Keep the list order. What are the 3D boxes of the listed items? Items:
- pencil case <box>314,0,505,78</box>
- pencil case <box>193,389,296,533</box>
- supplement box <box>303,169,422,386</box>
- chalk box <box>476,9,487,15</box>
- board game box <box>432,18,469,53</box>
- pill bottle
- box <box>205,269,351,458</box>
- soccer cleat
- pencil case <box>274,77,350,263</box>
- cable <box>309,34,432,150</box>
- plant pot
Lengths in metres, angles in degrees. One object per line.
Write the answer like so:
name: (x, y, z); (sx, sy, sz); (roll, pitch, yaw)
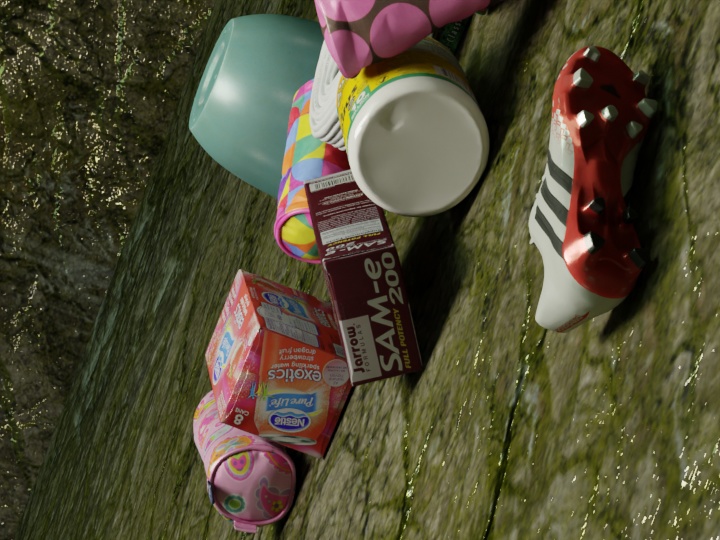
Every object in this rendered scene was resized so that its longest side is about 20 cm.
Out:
pencil case: (0.060, -0.226, 1.537); (0.094, 0.199, 0.091); (7, -119, -81)
pencil case: (-0.108, 0.170, 1.811); (0.200, 0.087, 0.088); (-123, 55, -73)
supplement box: (0.000, 0.000, 1.573); (0.200, 0.060, 0.110); (-104, 1, -68)
chalk box: (0.065, -0.297, 1.659); (0.126, 0.199, 0.124); (-65, -19, 9)
board game box: (0.072, -0.219, 1.805); (0.105, 0.023, 0.201); (-107, 40, -73)
pill bottle: (0.038, -0.129, 1.606); (0.200, 0.112, 0.113); (-102, 35, -66)
box: (-0.073, 0.080, 1.766); (0.200, 0.099, 0.096); (-120, 52, -73)
soccer cleat: (0.135, -0.053, 1.198); (0.085, 0.068, 0.201); (-49, 28, 46)
pencil case: (-0.032, -0.101, 1.911); (0.089, 0.088, 0.201); (125, 161, -47)
cable: (0.014, -0.205, 1.819); (0.200, 0.069, 0.201); (178, 112, -76)
plant pot: (-0.087, -0.178, 2.084); (0.201, 0.160, 0.202); (-160, 90, -77)
